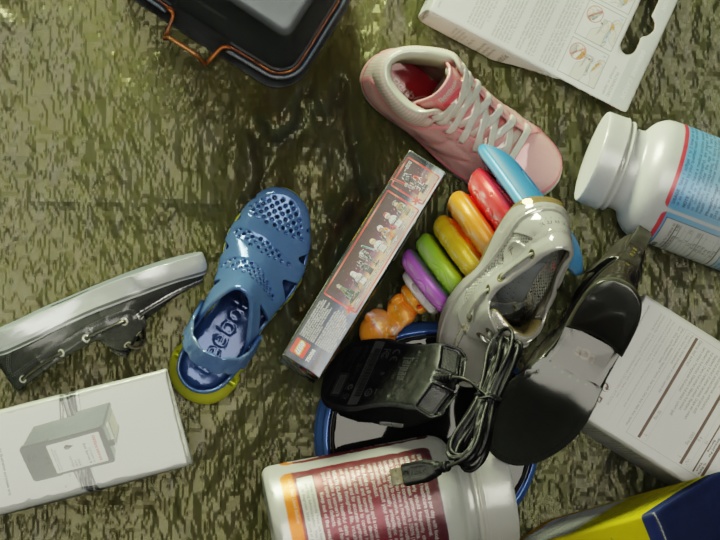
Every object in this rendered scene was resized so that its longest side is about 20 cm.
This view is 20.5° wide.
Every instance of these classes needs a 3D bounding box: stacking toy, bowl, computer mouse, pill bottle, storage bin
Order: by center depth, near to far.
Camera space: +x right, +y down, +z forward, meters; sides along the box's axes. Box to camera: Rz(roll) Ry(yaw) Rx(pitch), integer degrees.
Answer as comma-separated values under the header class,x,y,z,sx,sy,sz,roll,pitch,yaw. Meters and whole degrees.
class,x,y,z,sx,sy,sz,roll,pitch,yaw
computer mouse,0.044,0.120,1.617,0.046,0.199,0.141,45,52,-37
pill bottle,0.024,0.201,1.644,0.199,0.114,0.115,-10,87,-5
stacking toy,0.078,0.000,1.689,0.200,0.110,0.116,-39,135,7
storage bin,-0.114,-0.254,1.691,0.199,0.134,0.146,33,84,-1
bowl,0.060,0.145,1.727,0.199,0.039,0.202,0,86,-5
pill bottle,0.293,-0.065,1.727,0.199,0.109,0.109,21,85,-3

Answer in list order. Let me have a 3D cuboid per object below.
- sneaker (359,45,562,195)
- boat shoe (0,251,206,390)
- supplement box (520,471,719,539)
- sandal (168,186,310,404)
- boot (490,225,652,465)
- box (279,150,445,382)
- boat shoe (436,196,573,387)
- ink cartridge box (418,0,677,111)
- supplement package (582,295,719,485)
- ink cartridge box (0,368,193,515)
class,x,y,z,sx,sy,sz,roll,pitch,yaw
sneaker,0.092,-0.128,1.717,0.200,0.105,0.076,32,83,-4
boat shoe,-0.217,0.046,1.697,0.199,0.070,0.067,-23,96,-6
supplement box,0.217,0.253,1.643,0.109,0.200,0.110,-20,88,-45
sandal,-0.098,0.021,1.699,0.079,0.087,0.201,23,83,-1
boot,0.181,0.062,1.649,0.069,0.174,0.200,37,105,0
box,0.000,0.000,1.682,0.040,0.137,0.201,32,85,0
boat shoe,0.118,0.033,1.626,0.070,0.201,0.070,5,42,-22
ink cartridge box,0.174,-0.252,1.765,0.199,0.057,0.163,27,84,-11
supplement package,0.286,0.124,1.707,0.199,0.121,0.120,32,84,-3
ink cartridge box,-0.244,0.146,1.647,0.199,0.146,0.085,-14,86,-7
